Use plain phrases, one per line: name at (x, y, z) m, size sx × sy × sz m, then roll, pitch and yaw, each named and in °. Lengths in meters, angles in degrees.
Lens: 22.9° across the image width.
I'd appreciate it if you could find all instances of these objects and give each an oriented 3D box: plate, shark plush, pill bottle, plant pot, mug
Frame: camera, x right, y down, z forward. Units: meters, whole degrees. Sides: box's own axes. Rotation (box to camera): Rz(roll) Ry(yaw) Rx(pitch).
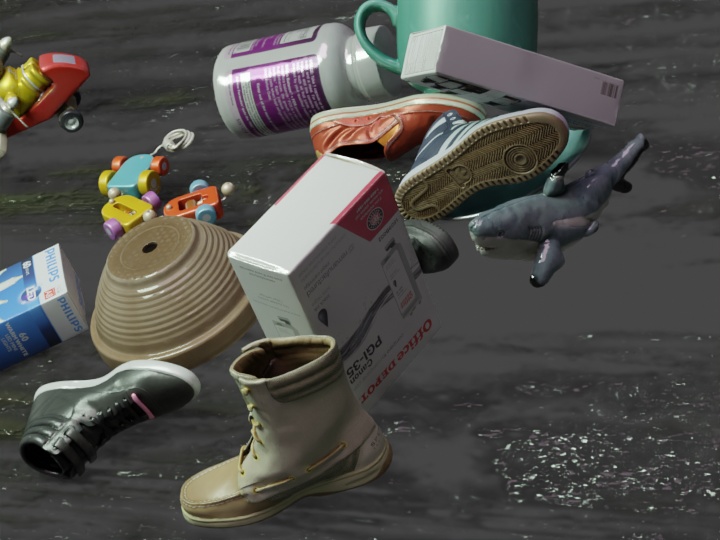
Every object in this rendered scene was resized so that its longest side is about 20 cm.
plate at (0.146, -0.104, 1.814) m, size 0.199 × 0.026 × 0.201 m, roll -22°, pitch 26°, yaw 11°
shark plush at (0.198, -0.064, 1.701) m, size 0.199 × 0.084 × 0.091 m, roll -27°, pitch 36°, yaw -1°
pill bottle at (-0.058, -0.219, 2.024) m, size 0.199 × 0.113 × 0.113 m, roll -8°, pitch 39°, yaw 23°
plant pot at (-0.200, 0.010, 1.845) m, size 0.200 × 0.093 × 0.202 m, roll -16°, pitch 38°, yaw 13°
mug at (0.102, -0.243, 1.928) m, size 0.184 × 0.152 × 0.115 m, roll -2°, pitch 86°, yaw 38°

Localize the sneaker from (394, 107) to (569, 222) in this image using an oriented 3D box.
sneaker at (0.125, -0.126, 1.744) m, size 0.199 × 0.070 × 0.109 m, roll -27°, pitch 23°, yaw 34°

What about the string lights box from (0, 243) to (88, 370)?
string lights box at (-0.400, 0.059, 1.932) m, size 0.199 × 0.059 × 0.103 m, roll -26°, pitch 35°, yaw 0°

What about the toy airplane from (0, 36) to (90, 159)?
toy airplane at (-0.460, -0.214, 2.235) m, size 0.199 × 0.142 × 0.199 m, roll 9°, pitch 49°, yaw 38°

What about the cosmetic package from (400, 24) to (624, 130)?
cosmetic package at (0.146, -0.182, 1.714) m, size 0.082 × 0.199 × 0.051 m, roll -172°, pitch 96°, yaw -68°

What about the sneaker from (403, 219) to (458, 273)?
sneaker at (-0.001, -0.002, 1.771) m, size 0.199 × 0.060 × 0.104 m, roll 9°, pitch 47°, yaw 46°

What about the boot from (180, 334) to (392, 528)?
boot at (-0.088, 0.140, 1.562) m, size 0.199 × 0.155 × 0.072 m, roll -18°, pitch 36°, yaw 10°

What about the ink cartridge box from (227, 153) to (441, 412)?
ink cartridge box at (-0.018, 0.018, 1.634) m, size 0.082 × 0.201 × 0.147 m, roll 18°, pitch 54°, yaw 39°

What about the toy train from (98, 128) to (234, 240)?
toy train at (-0.217, -0.080, 1.997) m, size 0.149 × 0.056 × 0.200 m, roll -22°, pitch 33°, yaw -4°

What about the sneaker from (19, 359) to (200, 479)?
sneaker at (-0.246, 0.150, 1.724) m, size 0.199 × 0.071 × 0.100 m, roll -13°, pitch 39°, yaw 27°

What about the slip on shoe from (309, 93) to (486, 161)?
slip on shoe at (0.041, -0.149, 1.927) m, size 0.199 × 0.074 × 0.062 m, roll -8°, pitch 71°, yaw 15°
